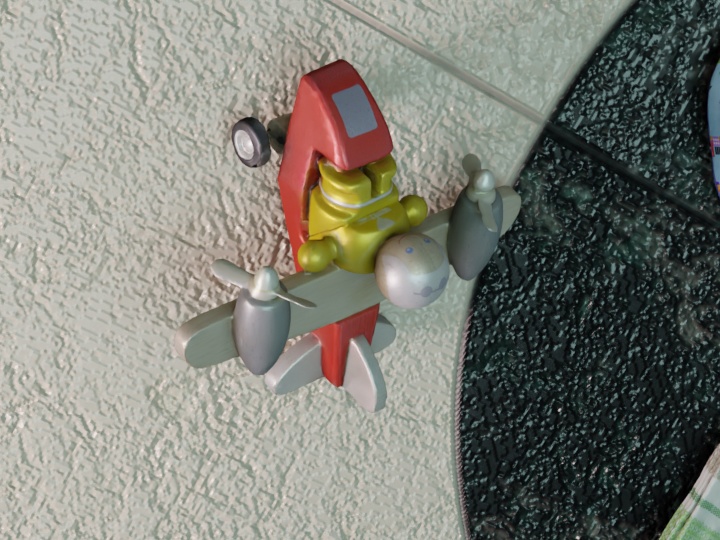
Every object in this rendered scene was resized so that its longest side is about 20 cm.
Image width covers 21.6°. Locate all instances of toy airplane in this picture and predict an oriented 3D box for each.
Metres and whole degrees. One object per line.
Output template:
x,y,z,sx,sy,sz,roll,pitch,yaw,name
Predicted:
0.000,0.000,1.139,0.199,0.141,0.201,33,83,-42,toy airplane

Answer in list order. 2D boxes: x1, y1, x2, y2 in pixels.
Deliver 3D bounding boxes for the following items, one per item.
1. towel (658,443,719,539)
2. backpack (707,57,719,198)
0.280,0.194,1.333,0.149,0.031,0.201,33,87,-25,towel
0.331,-0.091,1.207,0.198,0.135,0.184,-13,110,-8,backpack
